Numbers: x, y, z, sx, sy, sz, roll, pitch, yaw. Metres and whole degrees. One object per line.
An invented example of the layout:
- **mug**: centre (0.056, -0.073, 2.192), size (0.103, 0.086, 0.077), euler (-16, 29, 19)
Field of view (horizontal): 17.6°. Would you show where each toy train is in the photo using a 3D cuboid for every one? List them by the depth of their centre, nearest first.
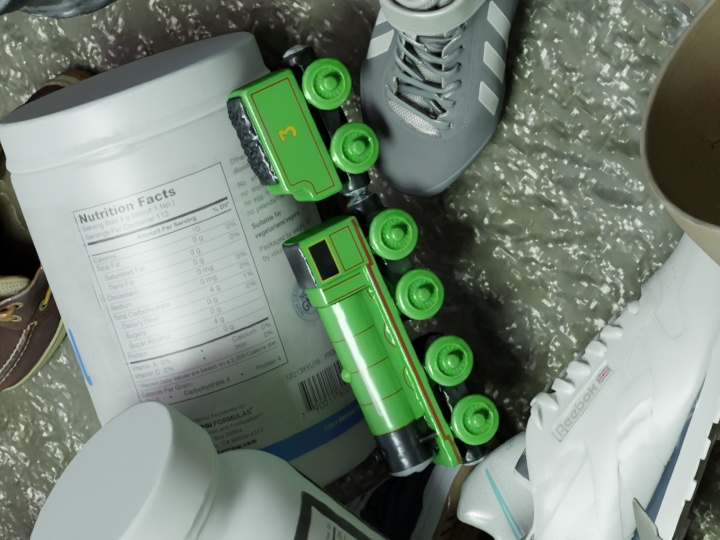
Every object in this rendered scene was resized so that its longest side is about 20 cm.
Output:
- **toy train**: centre (0.000, 0.000, 1.016), size (0.201, 0.056, 0.042), euler (66, 164, -7)

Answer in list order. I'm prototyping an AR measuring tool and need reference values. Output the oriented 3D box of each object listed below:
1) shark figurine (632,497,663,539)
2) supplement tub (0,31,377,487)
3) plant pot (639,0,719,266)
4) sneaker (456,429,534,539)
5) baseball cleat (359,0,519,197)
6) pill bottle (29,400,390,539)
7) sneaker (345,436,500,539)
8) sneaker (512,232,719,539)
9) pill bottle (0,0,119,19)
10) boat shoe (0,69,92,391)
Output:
- **shark figurine**: centre (0.183, 0.155, 0.884), size (0.089, 0.213, 0.129), euler (42, 117, 57)
- **supplement tub**: centre (-0.076, 0.005, 1.076), size (0.131, 0.132, 0.201), euler (-11, 103, 38)
- **plant pot**: centre (0.217, -0.038, 0.824), size (0.199, 0.201, 0.135), euler (-13, 127, 39)
- **sneaker**: centre (0.113, 0.161, 1.040), size (0.080, 0.070, 0.201), euler (-27, 88, 13)
- **baseball cleat**: centre (0.027, -0.104, 0.967), size (0.069, 0.106, 0.201), euler (28, 126, 16)
- **pill bottle**: centre (-0.038, 0.149, 0.993), size (0.200, 0.117, 0.116), euler (39, 135, -24)
- **sneaker**: centre (-0.008, 0.131, 1.125), size (0.108, 0.070, 0.201), euler (34, 130, 16)
- **sneaker**: centre (0.111, 0.054, 0.962), size (0.080, 0.076, 0.201), euler (22, 96, 14)
- **pill bottle**: centre (-0.108, -0.170, 0.973), size (0.111, 0.200, 0.113), euler (15, 119, 29)
- **boat shoe**: centre (-0.181, -0.010, 1.182), size (0.072, 0.072, 0.201), euler (40, 128, 14)
